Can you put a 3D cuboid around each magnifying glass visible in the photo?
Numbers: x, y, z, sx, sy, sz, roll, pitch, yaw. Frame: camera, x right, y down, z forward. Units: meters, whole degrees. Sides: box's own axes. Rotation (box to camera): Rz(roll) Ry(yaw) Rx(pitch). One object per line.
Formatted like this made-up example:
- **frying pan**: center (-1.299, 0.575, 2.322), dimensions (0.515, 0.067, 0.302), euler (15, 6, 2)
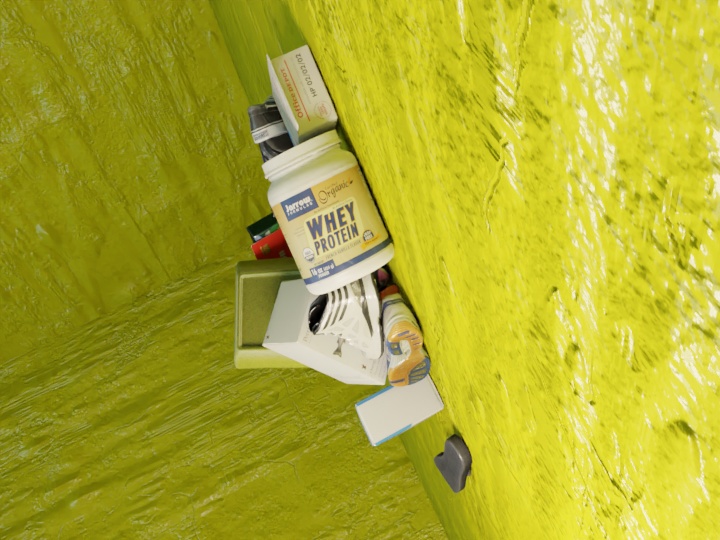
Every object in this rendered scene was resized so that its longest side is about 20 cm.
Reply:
- **magnifying glass**: center (0.031, 0.052, 1.380), dimensions (0.023, 0.078, 0.200), euler (68, 165, 4)

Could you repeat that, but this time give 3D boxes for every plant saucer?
- **plant saucer**: center (-0.155, 0.075, 1.428), dimensions (0.048, 0.195, 0.205), euler (20, -112, -67)

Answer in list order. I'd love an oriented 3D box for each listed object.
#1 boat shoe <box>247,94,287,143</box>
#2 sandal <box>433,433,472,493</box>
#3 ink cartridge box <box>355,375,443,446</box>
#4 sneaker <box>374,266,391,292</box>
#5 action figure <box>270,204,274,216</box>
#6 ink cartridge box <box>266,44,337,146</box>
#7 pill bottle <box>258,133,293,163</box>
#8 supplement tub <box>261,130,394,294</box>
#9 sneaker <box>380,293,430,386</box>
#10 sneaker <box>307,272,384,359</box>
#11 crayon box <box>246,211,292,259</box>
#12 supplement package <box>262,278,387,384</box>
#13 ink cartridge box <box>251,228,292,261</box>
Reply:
- **boat shoe**: center (-0.137, -0.266, 1.321), dimensions (0.199, 0.072, 0.070), euler (-41, -67, -60)
- **sandal**: center (0.176, 0.345, 1.397), dimensions (0.077, 0.042, 0.201), euler (56, 162, 21)
- **ink cartridge box**: center (0.069, 0.259, 1.460), dimensions (0.087, 0.144, 0.200), euler (62, 174, 10)
- **sneaker**: center (0.000, 0.000, 1.376), dimensions (0.200, 0.079, 0.088), euler (104, 142, -80)
- **action figure**: center (-0.091, -0.153, 1.329), dimensions (0.120, 0.100, 0.202), euler (-59, 12, 34)
- **ink cartridge box**: center (-0.085, -0.251, 1.161), dimensions (0.200, 0.067, 0.117), euler (129, 117, -85)
- **pill bottle**: center (-0.144, -0.248, 1.530), dimensions (0.200, 0.110, 0.114), euler (112, 133, -83)
- **supplement tub**: center (-0.049, -0.084, 1.133), dimensions (0.144, 0.142, 0.204), euler (-157, 42, -82)
- **sneaker**: center (0.071, 0.116, 1.292), dimensions (0.202, 0.073, 0.090), euler (85, 170, -53)
- **sneaker**: center (-0.025, 0.080, 1.221), dimensions (0.203, 0.112, 0.077), euler (83, 173, -53)
- **crayon box**: center (-0.112, -0.075, 1.543), dimensions (0.052, 0.197, 0.127), euler (42, 159, 51)
- **supplement package**: center (-0.048, 0.107, 1.337), dimensions (0.198, 0.120, 0.116), euler (28, 159, -33)
- **ink cartridge box**: center (-0.093, -0.027, 1.514), dimensions (0.050, 0.197, 0.165), euler (41, 158, 52)
